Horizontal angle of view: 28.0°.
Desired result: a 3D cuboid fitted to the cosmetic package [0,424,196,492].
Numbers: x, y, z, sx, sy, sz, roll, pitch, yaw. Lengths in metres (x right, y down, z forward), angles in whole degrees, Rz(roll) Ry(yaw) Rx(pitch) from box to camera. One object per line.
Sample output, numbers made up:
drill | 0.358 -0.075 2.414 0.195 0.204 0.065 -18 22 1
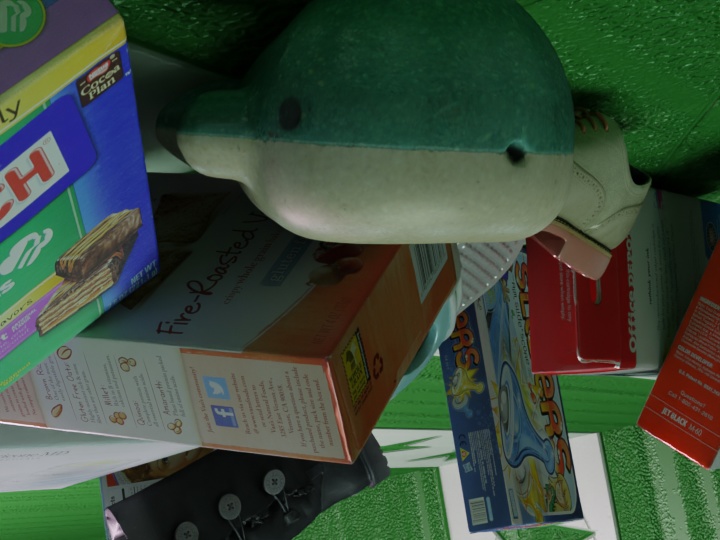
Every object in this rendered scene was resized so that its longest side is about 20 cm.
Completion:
cosmetic package | -0.224 0.073 0.936 0.199 0.124 0.198 -22 162 41

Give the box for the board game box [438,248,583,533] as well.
board game box | 0.100 0.079 1.009 0.034 0.202 0.135 -15 167 26

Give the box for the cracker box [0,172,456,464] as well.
cracker box | -0.073 0.013 0.636 0.198 0.058 0.134 2 -146 24

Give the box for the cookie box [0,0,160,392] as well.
cookie box | -0.157 -0.012 0.483 0.171 0.075 0.200 -38 166 -17

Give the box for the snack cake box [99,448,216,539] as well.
snack cake box | -0.141 0.140 1.100 0.114 0.202 0.067 -8 169 -1

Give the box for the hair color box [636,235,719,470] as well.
hair color box | 0.260 0.022 0.899 0.064 0.202 0.110 31 -163 39

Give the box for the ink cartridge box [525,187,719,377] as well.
ink cartridge box | 0.166 0.008 0.927 0.067 0.118 0.199 -8 171 40

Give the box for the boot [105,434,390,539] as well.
boot | -0.096 0.130 1.031 0.199 0.166 0.066 -30 -178 -20

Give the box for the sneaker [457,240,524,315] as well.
sneaker | 0.030 0.001 0.924 0.078 0.080 0.200 -5 147 -36

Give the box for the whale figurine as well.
whale figurine | -0.004 -0.069 0.578 0.158 0.105 0.199 -2 -170 -36

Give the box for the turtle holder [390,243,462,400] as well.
turtle holder | -0.001 0.011 0.774 0.184 0.142 0.131 2 162 -37

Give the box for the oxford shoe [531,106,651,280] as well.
oxford shoe | 0.091 -0.061 0.741 0.074 0.071 0.200 -52 147 6
